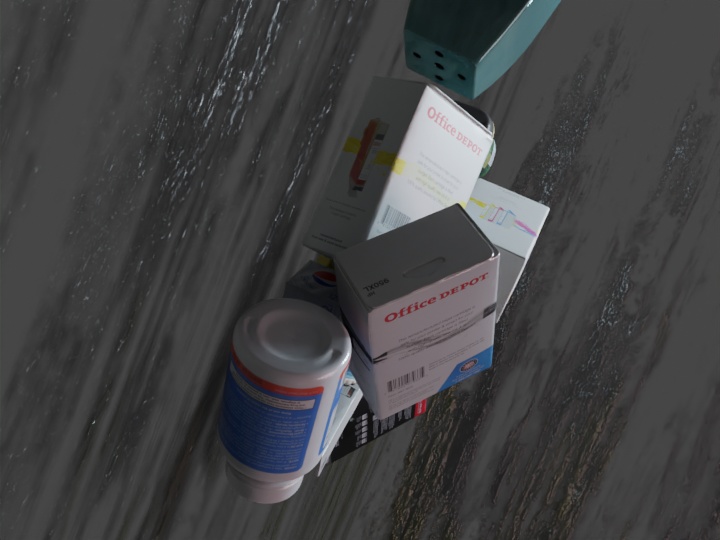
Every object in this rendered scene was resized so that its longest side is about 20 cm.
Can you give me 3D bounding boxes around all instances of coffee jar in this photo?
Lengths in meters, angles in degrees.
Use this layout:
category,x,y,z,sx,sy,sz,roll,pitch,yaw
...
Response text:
category,x,y,z,sx,sy,sz,roll,pitch,yaw
coffee jar,0.158,-0.204,1.436,0.200,0.104,0.085,22,88,-79

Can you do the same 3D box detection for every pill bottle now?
category,x,y,z,sx,sy,sz,roll,pitch,yaw
pill bottle,-0.081,0.134,0.888,0.112,0.112,0.200,-55,164,-52

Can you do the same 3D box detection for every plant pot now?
category,x,y,z,sx,sy,sz,roll,pitch,yaw
plant pot,0.137,-0.305,1.011,0.200,0.141,0.141,-60,169,-10

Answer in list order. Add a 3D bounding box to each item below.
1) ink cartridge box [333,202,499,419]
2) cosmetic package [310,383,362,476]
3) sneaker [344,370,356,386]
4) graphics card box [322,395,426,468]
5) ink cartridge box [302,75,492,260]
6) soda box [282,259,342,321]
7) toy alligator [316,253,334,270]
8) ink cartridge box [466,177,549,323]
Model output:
category,x,y,z,sx,sy,sz,roll,pitch,yaw
ink cartridge box,0.059,0.045,0.937,0.145,0.084,0.200,-23,143,-14
cosmetic package,-0.050,0.175,1.233,0.200,0.082,0.051,-58,165,-45
sneaker,-0.033,0.100,1.173,0.200,0.078,0.090,-30,137,-75
graphics card box,0.008,0.203,1.359,0.200,0.051,0.126,-26,140,-24
ink cartridge box,0.044,-0.088,0.985,0.145,0.083,0.200,27,86,-49
soda box,-0.062,0.093,1.019,0.063,0.068,0.200,-47,157,-57
toy alligator,-0.008,-0.049,1.059,0.054,0.059,0.200,20,-92,58
ink cartridge box,0.186,-0.026,1.367,0.200,0.125,0.129,-53,164,-53
